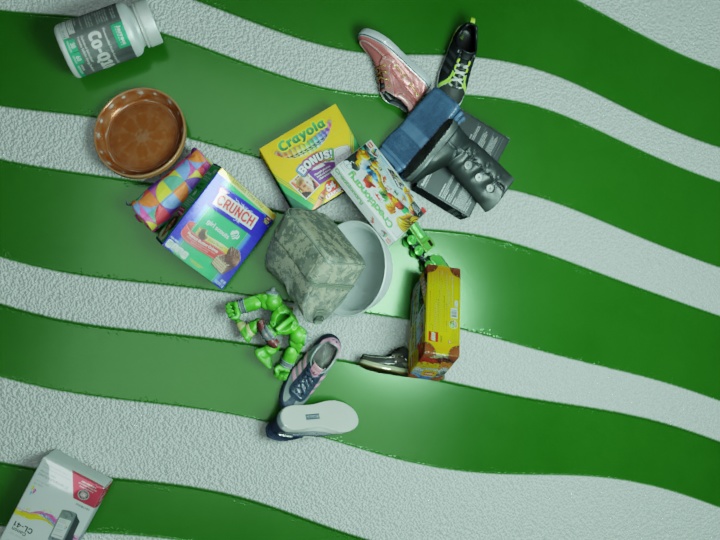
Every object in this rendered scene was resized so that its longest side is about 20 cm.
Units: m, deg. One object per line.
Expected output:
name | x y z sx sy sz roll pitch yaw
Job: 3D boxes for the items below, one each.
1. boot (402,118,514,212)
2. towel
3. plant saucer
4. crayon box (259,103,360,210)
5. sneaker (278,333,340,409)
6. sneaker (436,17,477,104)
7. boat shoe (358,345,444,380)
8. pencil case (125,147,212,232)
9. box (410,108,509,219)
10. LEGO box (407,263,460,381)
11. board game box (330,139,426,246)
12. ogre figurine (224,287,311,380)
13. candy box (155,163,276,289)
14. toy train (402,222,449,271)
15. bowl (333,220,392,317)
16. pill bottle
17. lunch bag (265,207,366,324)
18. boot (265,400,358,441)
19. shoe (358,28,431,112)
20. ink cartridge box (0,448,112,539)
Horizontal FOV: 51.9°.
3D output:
boot | 0.212 -0.198 1.589 0.199 0.066 0.165 39 101 -22
towel | 0.132 -0.302 1.629 0.200 0.048 0.112 -47 51 11
plant saucer | -0.466 -0.290 1.573 0.196 0.032 0.205 -1 77 3
crayon box | -0.097 -0.236 1.628 0.198 0.058 0.174 -31 93 -8
sneaker | -0.112 0.224 1.602 0.070 0.082 0.202 33 85 -7
sneaker | 0.220 -0.469 1.665 0.070 0.083 0.204 12 87 -7
boat shoe | 0.094 0.200 1.642 0.197 0.072 0.067 10 77 -8
pencil case | -0.399 -0.171 1.574 0.199 0.088 0.089 -41 94 -8
box | 0.222 -0.238 1.662 0.140 0.079 0.202 30 85 -8
LEGO box | 0.156 0.111 1.574 0.076 0.150 0.204 8 62 -7
board game box | 0.040 -0.167 1.575 0.201 0.035 0.126 51 52 -4
ogre figurine | -0.188 0.128 1.589 0.119 0.098 0.202 -35 82 5
candy box | -0.301 -0.093 1.557 0.169 0.077 0.201 40 83 -32
toy train | 0.133 -0.060 1.666 0.056 0.042 0.202 -36 93 -17
bowl | 0.000 0.000 1.600 0.198 0.090 0.206 -5 81 36
pill bottle | -0.524 -0.490 1.548 0.197 0.113 0.115 -23 92 -7
lunch bag | -0.107 -0.010 1.540 0.200 0.138 0.169 49 117 34
boot | -0.107 0.331 1.613 0.197 0.090 0.074 9 57 -32
shoe | 0.060 -0.444 1.647 0.199 0.071 0.092 37 78 -10
ink cartridge box | -0.627 0.497 1.524 0.146 0.086 0.203 28 84 -6
